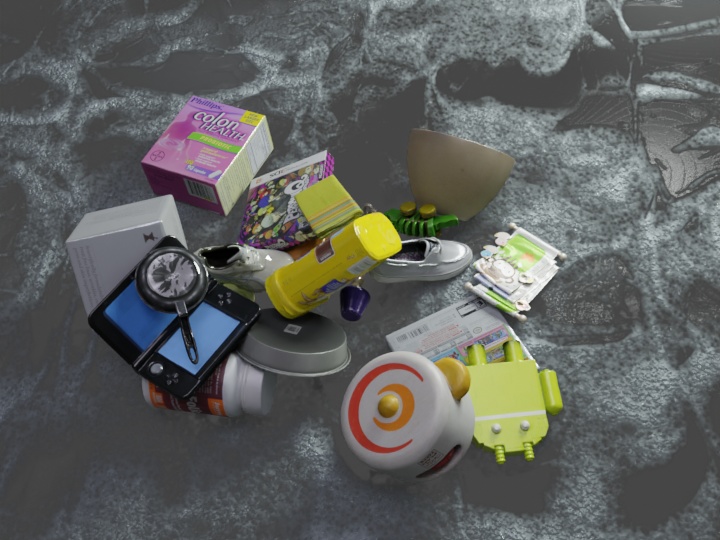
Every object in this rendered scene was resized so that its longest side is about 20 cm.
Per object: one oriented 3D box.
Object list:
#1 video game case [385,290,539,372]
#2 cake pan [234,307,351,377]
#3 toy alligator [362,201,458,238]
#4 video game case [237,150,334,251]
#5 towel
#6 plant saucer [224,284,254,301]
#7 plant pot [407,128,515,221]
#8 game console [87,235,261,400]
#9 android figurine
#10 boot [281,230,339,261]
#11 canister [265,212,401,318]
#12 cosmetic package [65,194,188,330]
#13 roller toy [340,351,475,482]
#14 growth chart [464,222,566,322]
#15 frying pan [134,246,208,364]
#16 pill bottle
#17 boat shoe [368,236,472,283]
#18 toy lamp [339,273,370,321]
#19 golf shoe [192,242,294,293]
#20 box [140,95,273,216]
[{"bbox_3d":[0.170,0.143,1.503,0.200,0.022,0.182,-24,55,-11],"label":"video game case"},{"bbox_3d":[-0.112,0.114,1.478,0.200,0.037,0.200,9,21,-3],"label":"cake pan"},{"bbox_3d":[0.080,-0.087,1.618,0.200,0.059,0.054,9,44,30],"label":"toy alligator"},{"bbox_3d":[-0.139,-0.120,1.667,0.181,0.036,0.200,-18,45,26],"label":"video game case"},{"bbox_3d":[-0.058,-0.111,1.528,0.086,0.018,0.200,-28,27,-3],"label":"towel"},{"bbox_3d":[-0.282,0.074,1.555,0.200,0.031,0.200,-5,25,2],"label":"plant saucer"},{"bbox_3d":[0.170,-0.167,1.643,0.200,0.200,0.135,17,93,18],"label":"plant pot"},{"bbox_3d":[-0.289,0.072,1.404,0.176,0.116,0.200,25,63,29],"label":"game console"},{"bbox_3d":[0.229,0.210,1.418,0.182,0.041,0.200,-4,63,-2],"label":"android figurine"},{"bbox_3d":[-0.100,-0.078,1.667,0.144,0.071,0.201,-27,42,4],"label":"boot"},{"bbox_3d":[-0.043,-0.011,1.492,0.200,0.149,0.087,-33,86,27],"label":"canister"},{"bbox_3d":[-0.394,-0.018,1.547,0.165,0.165,0.200,-13,18,-2],"label":"cosmetic package"},{"bbox_3d":[0.071,0.221,1.351,0.200,0.140,0.183,0,68,32],"label":"roller toy"},{"bbox_3d":[0.273,-0.002,1.585,0.145,0.018,0.200,28,53,22],"label":"growth chart"},{"bbox_3d":[-0.299,0.047,1.388,0.115,0.031,0.190,8,65,-11],"label":"frying pan"},{"bbox_3d":[-0.246,0.181,1.467,0.200,0.114,0.114,5,55,11],"label":"pill bottle"},{"bbox_3d":[0.112,-0.029,1.582,0.200,0.069,0.072,-3,55,-16],"label":"boat shoe"},{"bbox_3d":[0.000,0.000,1.603,0.058,0.058,0.200,4,56,10],"label":"toy lamp"},{"bbox_3d":[-0.200,-0.010,1.535,0.200,0.097,0.078,-6,68,-24],"label":"golf shoe"},{"bbox_3d":[-0.303,-0.232,1.780,0.176,0.097,0.200,19,58,19],"label":"box"}]
